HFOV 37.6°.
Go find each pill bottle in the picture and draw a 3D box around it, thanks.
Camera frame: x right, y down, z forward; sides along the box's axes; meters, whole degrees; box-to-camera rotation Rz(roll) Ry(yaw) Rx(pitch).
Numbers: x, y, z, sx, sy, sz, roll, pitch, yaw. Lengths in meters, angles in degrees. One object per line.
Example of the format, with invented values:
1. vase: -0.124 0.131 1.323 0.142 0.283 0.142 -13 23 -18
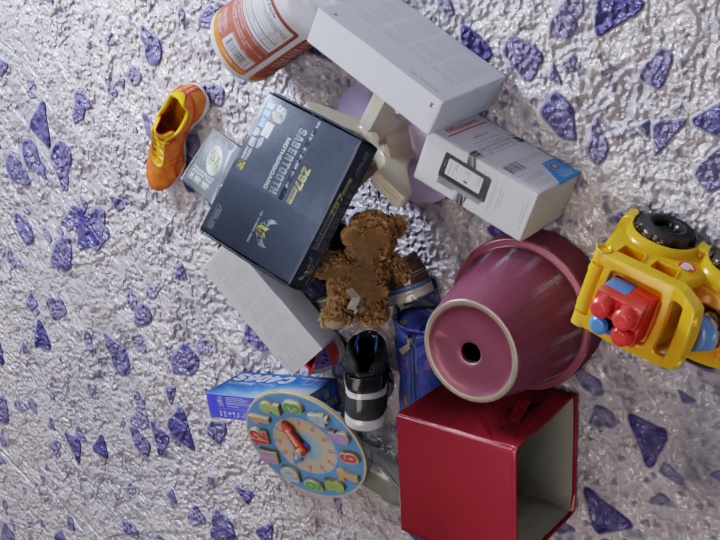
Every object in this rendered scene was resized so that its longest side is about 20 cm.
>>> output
1. pill bottle: -0.098 -0.338 1.387 0.199 0.112 0.114 -24 92 40

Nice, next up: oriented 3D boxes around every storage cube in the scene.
1. storage cube: 0.166 0.248 1.370 0.178 0.170 0.203 10 114 36

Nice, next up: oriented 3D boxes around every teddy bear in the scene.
1. teddy bear: 0.000 0.000 1.364 0.143 0.067 0.202 -10 131 2

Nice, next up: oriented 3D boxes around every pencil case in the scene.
1. pencil case: 0.084 0.147 1.449 0.077 0.087 0.203 12 115 29

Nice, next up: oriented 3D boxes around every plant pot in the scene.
1. plant pot: 0.176 0.067 1.286 0.198 0.178 0.203 14 115 32

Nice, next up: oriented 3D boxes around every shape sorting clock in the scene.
1. shape sorting clock: -0.081 0.254 1.532 0.198 0.039 0.202 20 133 22

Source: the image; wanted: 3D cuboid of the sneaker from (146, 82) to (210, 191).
1. sneaker: -0.298 -0.203 1.616 0.073 0.077 0.201 40 128 16

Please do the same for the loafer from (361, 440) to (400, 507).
1. loafer: -0.008 0.288 1.584 0.199 0.069 0.071 36 125 22

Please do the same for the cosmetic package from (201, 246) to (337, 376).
1. cosmetic package: -0.128 0.043 1.486 0.201 0.051 0.082 50 128 0

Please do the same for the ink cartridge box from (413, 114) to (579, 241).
1. ink cartridge box: 0.148 -0.125 1.275 0.199 0.115 0.069 34 124 23

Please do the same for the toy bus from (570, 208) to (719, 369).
1. toy bus: 0.331 0.041 1.150 0.198 0.191 0.137 28 121 24

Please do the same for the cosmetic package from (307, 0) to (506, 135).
1. cosmetic package: 0.057 -0.255 1.273 0.199 0.150 0.052 41 127 19

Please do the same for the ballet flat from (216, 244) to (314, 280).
1. ballet flat: -0.136 -0.020 1.559 0.198 0.065 0.072 3 78 35

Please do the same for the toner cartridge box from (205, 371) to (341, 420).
1. toner cartridge box: -0.136 0.197 1.633 0.198 0.095 0.044 0 107 37

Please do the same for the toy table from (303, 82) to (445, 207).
1. toy table: 0.023 -0.158 1.359 0.199 0.117 0.186 33 124 24

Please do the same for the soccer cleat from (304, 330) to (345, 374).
1. soccer cleat: -0.111 0.075 1.579 0.200 0.073 0.069 43 128 17

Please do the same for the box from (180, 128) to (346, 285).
1. box: -0.120 -0.085 1.443 0.199 0.163 0.087 38 94 29

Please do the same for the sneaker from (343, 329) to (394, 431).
1. sneaker: 0.013 0.123 1.441 0.072 0.200 0.114 1 111 -1

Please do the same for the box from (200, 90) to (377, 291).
1. box: -0.090 -0.099 1.306 0.157 0.051 0.202 30 95 26

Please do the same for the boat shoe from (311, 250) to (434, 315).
1. boat shoe: 0.010 0.018 1.473 0.198 0.072 0.073 -14 94 30
